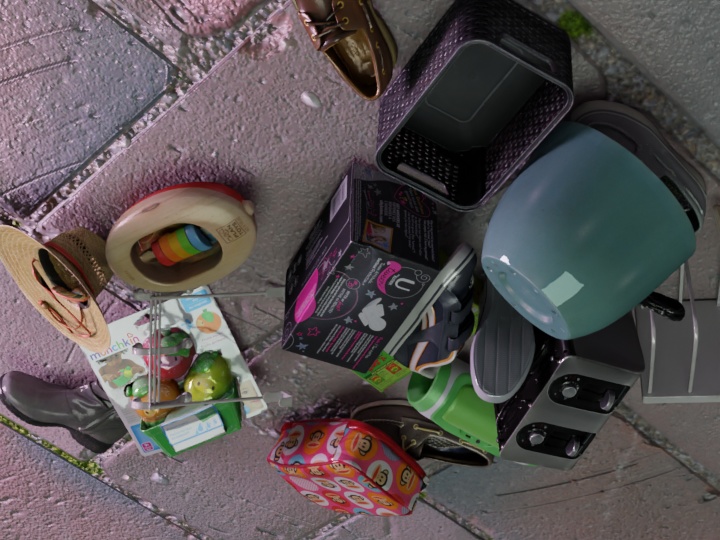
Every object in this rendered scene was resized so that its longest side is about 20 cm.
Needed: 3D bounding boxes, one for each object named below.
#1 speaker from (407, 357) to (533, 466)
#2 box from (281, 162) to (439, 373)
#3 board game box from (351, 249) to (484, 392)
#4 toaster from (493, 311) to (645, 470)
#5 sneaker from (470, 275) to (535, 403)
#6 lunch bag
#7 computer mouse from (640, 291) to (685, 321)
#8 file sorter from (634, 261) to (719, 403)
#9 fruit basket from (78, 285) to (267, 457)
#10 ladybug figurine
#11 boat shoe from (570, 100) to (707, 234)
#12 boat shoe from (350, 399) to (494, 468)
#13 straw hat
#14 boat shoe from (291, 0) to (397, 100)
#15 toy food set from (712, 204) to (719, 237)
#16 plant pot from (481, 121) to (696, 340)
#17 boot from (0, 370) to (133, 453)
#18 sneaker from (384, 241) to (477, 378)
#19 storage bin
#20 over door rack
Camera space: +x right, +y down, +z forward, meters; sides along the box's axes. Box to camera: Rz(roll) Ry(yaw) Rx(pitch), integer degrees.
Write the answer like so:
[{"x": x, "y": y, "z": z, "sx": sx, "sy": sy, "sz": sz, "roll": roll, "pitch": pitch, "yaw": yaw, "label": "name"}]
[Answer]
[{"x": 0.160, "y": 0.180, "z": 1.788, "sx": 0.199, "sy": 0.089, "sz": 0.088, "roll": 28, "pitch": 131, "yaw": -21, "label": "speaker"}, {"x": 0.000, "y": 0.000, "z": 1.592, "sx": 0.114, "sy": 0.133, "sz": 0.201, "roll": 19, "pitch": 134, "yaw": -18, "label": "box"}, {"x": 0.061, "y": 0.065, "z": 1.709, "sx": 0.101, "sy": 0.048, "sz": 0.199, "roll": 36, "pitch": 127, "yaw": -26, "label": "board game box"}, {"x": 0.235, "y": 0.112, "z": 1.652, "sx": 0.117, "sy": 0.201, "sz": 0.182, "roll": 18, "pitch": 126, "yaw": -16, "label": "toaster"}, {"x": 0.167, "y": 0.073, "z": 1.603, "sx": 0.072, "sy": 0.202, "sz": 0.071, "roll": 12, "pitch": 145, "yaw": 5, "label": "sneaker"}, {"x": -0.011, "y": 0.274, "z": 1.860, "sx": 0.199, "sy": 0.082, "sz": 0.176, "roll": -6, "pitch": 138, "yaw": 48, "label": "lunch bag"}, {"x": 0.276, "y": 0.011, "z": 1.566, "sx": 0.199, "sy": 0.058, "sz": 0.034, "roll": 34, "pitch": 116, "yaw": 31, "label": "computer mouse"}, {"x": 0.421, "y": 0.058, "z": 1.595, "sx": 0.197, "sy": 0.140, "sz": 0.125, "roll": -2, "pitch": 139, "yaw": 8, "label": "file sorter"}, {"x": -0.237, "y": 0.135, "z": 1.767, "sx": 0.183, "sy": 0.094, "sz": 0.201, "roll": -21, "pitch": 123, "yaw": 5, "label": "fruit basket"}, {"x": -0.203, "y": -0.046, "z": 1.609, "sx": 0.198, "sy": 0.072, "sz": 0.136, "roll": -18, "pitch": 131, "yaw": 23, "label": "ladybug figurine"}, {"x": 0.305, "y": -0.107, "z": 1.497, "sx": 0.200, "sy": 0.072, "sz": 0.070, "roll": 34, "pitch": 129, "yaw": -25, "label": "boat shoe"}, {"x": 0.083, "y": 0.222, "z": 1.855, "sx": 0.197, "sy": 0.060, "sz": 0.072, "roll": 9, "pitch": 136, "yaw": -3, "label": "boat shoe"}, {"x": -0.338, "y": -0.004, "z": 1.647, "sx": 0.200, "sy": 0.085, "sz": 0.202, "roll": 33, "pitch": 151, "yaw": 21, "label": "straw hat"}, {"x": -0.023, "y": -0.254, "z": 1.386, "sx": 0.071, "sy": 0.068, "sz": 0.201, "roll": -19, "pitch": 130, "yaw": 23, "label": "boat shoe"}, {"x": 0.488, "y": -0.041, "z": 1.486, "sx": 0.198, "sy": 0.145, "sz": 0.060, "roll": -23, "pitch": 151, "yaw": 26, "label": "toy food set"}, {"x": 0.223, "y": -0.026, "z": 1.455, "sx": 0.161, "sy": 0.200, "sz": 0.201, "roll": -47, "pitch": 127, "yaw": -11, "label": "plant pot"}, {"x": -0.369, "y": 0.161, "z": 1.846, "sx": 0.131, "sy": 0.070, "sz": 0.199, "roll": -35, "pitch": 134, "yaw": 30, "label": "boot"}, {"x": 0.099, "y": 0.049, "z": 1.594, "sx": 0.079, "sy": 0.079, "sz": 0.201, "roll": 37, "pitch": 139, "yaw": 4, "label": "sneaker"}, {"x": 0.116, "y": -0.174, "z": 1.436, "sx": 0.134, "sy": 0.094, "sz": 0.200, "roll": 25, "pitch": 133, "yaw": -19, "label": "storage bin"}, {"x": -0.181, "y": 0.094, "z": 1.699, "sx": 0.197, "sy": 0.067, "sz": 0.150, "roll": 0, "pitch": 99, "yaw": -14, "label": "over door rack"}]
